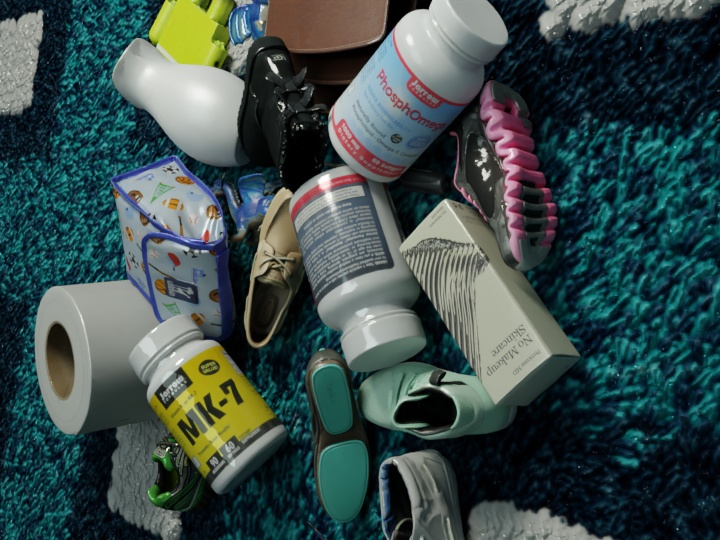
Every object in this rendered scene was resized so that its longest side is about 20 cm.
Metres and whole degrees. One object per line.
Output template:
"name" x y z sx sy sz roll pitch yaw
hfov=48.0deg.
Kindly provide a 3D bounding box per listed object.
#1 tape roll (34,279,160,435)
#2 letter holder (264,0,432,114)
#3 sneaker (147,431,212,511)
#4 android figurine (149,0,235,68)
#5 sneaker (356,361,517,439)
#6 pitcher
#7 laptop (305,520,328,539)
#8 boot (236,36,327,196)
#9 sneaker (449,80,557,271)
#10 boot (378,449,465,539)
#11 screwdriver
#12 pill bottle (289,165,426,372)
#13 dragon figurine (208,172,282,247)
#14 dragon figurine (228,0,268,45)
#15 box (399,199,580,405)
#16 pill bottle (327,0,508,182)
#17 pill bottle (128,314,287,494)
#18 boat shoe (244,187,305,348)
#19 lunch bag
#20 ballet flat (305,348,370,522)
"tape roll" -0.361 0.118 1.150 0.200 0.137 0.208 5 97 48
"letter holder" -0.017 -0.263 0.959 0.197 0.099 0.146 11 92 41
"sneaker" -0.227 0.227 1.079 0.077 0.084 0.205 15 93 41
"android figurine" -0.262 -0.335 1.221 0.182 0.041 0.202 46 112 35
"sneaker" 0.048 0.132 0.833 0.197 0.117 0.076 -6 82 41
"pitcher" -0.221 -0.217 1.118 0.197 0.172 0.123 29 83 15
"laptop" 0.004 0.392 0.835 0.186 0.115 0.204 30 103 40
"boot" -0.090 -0.154 0.952 0.200 0.072 0.164 102 150 -50
"sneaker" 0.136 -0.087 0.824 0.095 0.078 0.204 -28 58 41
"boot" 0.064 0.285 0.811 0.073 0.095 0.204 -27 67 34
"screwdriver" 0.025 -0.117 0.950 0.198 0.028 0.029 21 67 42
"pill bottle" 0.000 0.000 0.892 0.119 0.118 0.204 -33 63 32
"dragon figurine" -0.128 -0.093 1.056 0.197 0.058 0.102 -16 74 38
"dragon figurine" -0.137 -0.329 1.091 0.098 0.058 0.205 -1 83 45
"box" 0.125 0.030 0.812 0.082 0.068 0.202 -47 56 24
"pill bottle" 0.058 -0.193 0.838 0.200 0.107 0.111 -44 57 40
"pill bottle" -0.191 0.162 1.001 0.201 0.114 0.115 48 115 12
"boat shoe" -0.098 -0.001 0.992 0.065 0.070 0.204 -92 16 -71
"lunch bag" -0.236 -0.022 1.067 0.199 0.123 0.173 39 142 33
"ballet flat" -0.025 0.180 0.917 0.069 0.066 0.205 -119 24 -72
